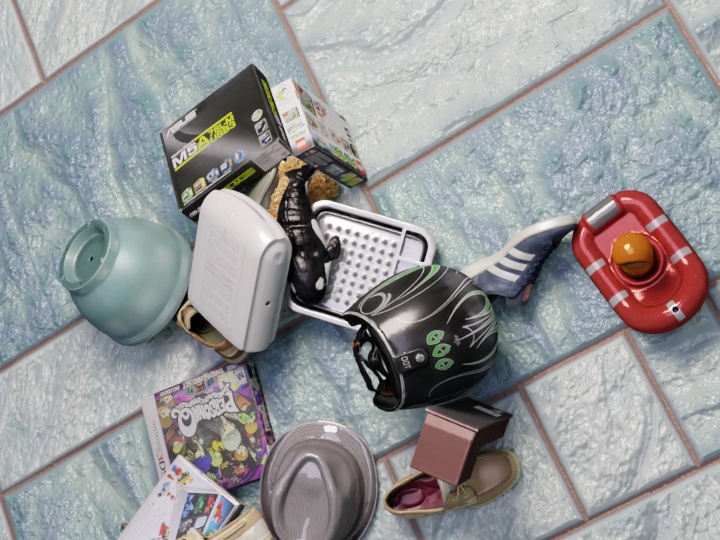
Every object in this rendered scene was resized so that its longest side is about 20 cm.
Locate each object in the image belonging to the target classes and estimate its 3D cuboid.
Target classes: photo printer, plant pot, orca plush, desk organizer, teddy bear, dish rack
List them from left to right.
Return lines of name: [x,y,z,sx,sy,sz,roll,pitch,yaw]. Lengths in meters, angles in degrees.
plant pot: [-0.378,0.000,1.623,0.200,0.134,0.201,-20,56,32]
photo printer: [-0.174,-0.008,1.505,0.166,0.069,0.201,37,126,37]
teddy bear: [-0.108,-0.071,1.570,0.200,0.145,0.067,-47,26,-11]
orca plush: [-0.081,-0.054,1.492,0.105,0.071,0.201,7,86,9]
dish rack: [0.000,0.000,1.533,0.199,0.044,0.173,17,89,9]
desk organizer: [0.135,0.221,1.375,0.071,0.200,0.077,20,95,20]

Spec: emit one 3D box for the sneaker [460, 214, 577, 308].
sneaker: [0.225,0.001,1.437,0.200,0.075,0.085,-36,71,32]

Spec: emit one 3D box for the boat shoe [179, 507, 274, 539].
boat shoe: [-0.225,0.396,1.484,0.199,0.074,0.069,-21,86,-14]

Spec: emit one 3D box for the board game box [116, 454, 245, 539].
board game box: [-0.279,0.393,1.550,0.126,0.035,0.200,34,83,19]

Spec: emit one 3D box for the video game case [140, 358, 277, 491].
video game case: [-0.231,0.252,1.610,0.199,0.036,0.182,-21,75,18]

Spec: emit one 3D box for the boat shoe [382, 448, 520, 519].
boat shoe: [0.123,0.299,1.438,0.199,0.066,0.074,-25,73,17]

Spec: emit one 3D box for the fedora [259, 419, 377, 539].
fedora: [-0.068,0.317,1.486,0.176,0.090,0.201,13,90,12]

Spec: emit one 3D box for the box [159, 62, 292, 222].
box: [-0.214,-0.201,1.639,0.200,0.047,0.194,-33,51,15]

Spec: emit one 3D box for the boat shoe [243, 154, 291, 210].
boat shoe: [-0.146,-0.106,1.623,0.072,0.060,0.202,15,85,58]

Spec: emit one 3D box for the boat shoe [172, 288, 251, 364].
boat shoe: [-0.242,0.072,1.610,0.200,0.074,0.076,28,86,37]

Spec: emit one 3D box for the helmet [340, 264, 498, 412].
helmet: [0.090,0.084,1.390,0.190,0.200,0.200,-24,68,-24]

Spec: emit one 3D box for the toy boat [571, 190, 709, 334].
toy boat: [0.359,-0.014,1.357,0.130,0.131,0.200,-38,69,13]

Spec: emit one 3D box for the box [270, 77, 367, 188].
box: [-0.057,-0.196,1.522,0.035,0.200,0.111,-24,73,17]

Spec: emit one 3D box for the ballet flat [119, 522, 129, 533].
ballet flat: [-0.282,0.439,1.595,0.200,0.067,0.064,38,69,22]
